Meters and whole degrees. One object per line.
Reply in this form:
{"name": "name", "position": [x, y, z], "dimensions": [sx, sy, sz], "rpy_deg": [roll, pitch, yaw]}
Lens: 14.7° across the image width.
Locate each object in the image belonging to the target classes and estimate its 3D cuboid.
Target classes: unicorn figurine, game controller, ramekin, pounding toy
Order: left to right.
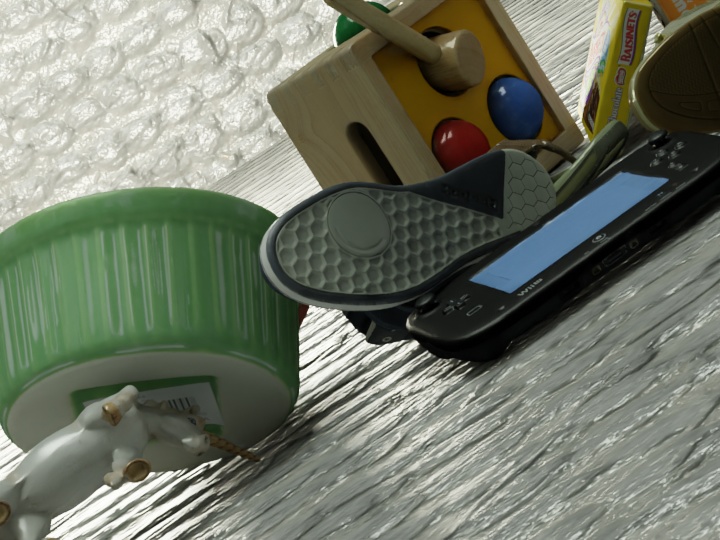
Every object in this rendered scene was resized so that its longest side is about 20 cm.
{"name": "unicorn figurine", "position": [-0.149, 0.109, 1.531], "dimensions": [0.199, 0.074, 0.137], "rpy_deg": [-21, 3, -10]}
{"name": "ramekin", "position": [-0.127, 0.042, 1.641], "dimensions": [0.199, 0.098, 0.200], "rpy_deg": [-6, -27, -3]}
{"name": "pounding toy", "position": [0.040, -0.126, 1.950], "dimensions": [0.142, 0.201, 0.184], "rpy_deg": [-24, 11, 47]}
{"name": "game controller", "position": [0.117, -0.015, 1.522], "dimensions": [0.200, 0.042, 0.104], "rpy_deg": [-36, 8, -13]}

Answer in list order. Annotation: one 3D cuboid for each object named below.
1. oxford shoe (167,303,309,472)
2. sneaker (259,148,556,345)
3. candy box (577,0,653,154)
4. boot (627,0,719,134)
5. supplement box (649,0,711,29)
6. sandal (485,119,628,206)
{"name": "oxford shoe", "position": [-0.090, 0.079, 1.798], "dimensions": [0.200, 0.070, 0.075], "rpy_deg": [-50, -14, -50]}
{"name": "sneaker", "position": [0.001, 0.001, 1.611], "dimensions": [0.201, 0.077, 0.146], "rpy_deg": [-14, -14, -38]}
{"name": "candy box", "position": [0.176, -0.144, 1.936], "dimensions": [0.200, 0.026, 0.103], "rpy_deg": [-82, 5, -80]}
{"name": "boot", "position": [0.218, -0.129, 1.718], "dimensions": [0.199, 0.072, 0.154], "rpy_deg": [-31, 6, -25]}
{"name": "supplement box", "position": [0.286, -0.245, 1.969], "dimensions": [0.199, 0.126, 0.074], "rpy_deg": [-33, 9, 2]}
{"name": "sandal", "position": [0.089, -0.049, 1.803], "dimensions": [0.200, 0.058, 0.080], "rpy_deg": [-27, 9, 40]}
